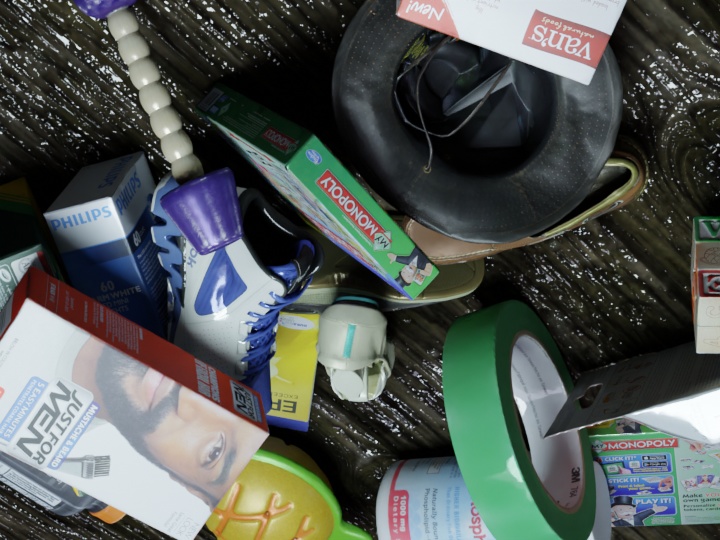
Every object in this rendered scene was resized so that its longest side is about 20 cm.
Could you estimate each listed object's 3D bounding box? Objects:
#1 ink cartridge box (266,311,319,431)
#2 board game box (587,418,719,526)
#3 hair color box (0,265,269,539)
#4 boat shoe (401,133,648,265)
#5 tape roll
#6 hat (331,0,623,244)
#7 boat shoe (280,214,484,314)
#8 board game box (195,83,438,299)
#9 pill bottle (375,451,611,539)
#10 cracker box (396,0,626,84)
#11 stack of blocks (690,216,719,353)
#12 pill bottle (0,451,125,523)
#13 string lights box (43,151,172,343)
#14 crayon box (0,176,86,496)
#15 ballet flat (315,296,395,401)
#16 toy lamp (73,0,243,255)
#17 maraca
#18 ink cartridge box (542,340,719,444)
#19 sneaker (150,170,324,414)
[{"bbox_3d":[-0.134,0.077,1.159,0.195,0.047,0.202,9,131,0],"label":"ink cartridge box"},{"bbox_3d":[0.306,0.179,1.189,0.197,0.029,0.136,-5,130,14],"label":"board game box"},{"bbox_3d":[-0.177,0.099,0.933,0.199,0.064,0.111,31,104,-22],"label":"hair color box"},{"bbox_3d":[0.114,-0.053,0.966,0.198,0.068,0.073,-22,96,19],"label":"boat shoe"},{"bbox_3d":[0.131,0.126,1.051,0.048,0.202,0.201,-19,127,25],"label":"tape roll"},{"bbox_3d":[0.075,-0.117,0.902,0.198,0.081,0.204,-1,96,-6],"label":"hat"},{"bbox_3d":[-0.001,0.001,1.055,0.198,0.073,0.066,-1,158,1],"label":"boat shoe"},{"bbox_3d":[-0.035,-0.061,0.920,0.029,0.200,0.135,-46,118,-4],"label":"board game box"},{"bbox_3d":[0.122,0.222,1.191,0.198,0.110,0.109,-8,131,24],"label":"pill bottle"},{"bbox_3d":[0.115,-0.231,0.790,0.132,0.058,0.202,17,117,-7],"label":"cracker box"},{"bbox_3d":[0.345,0.000,0.959,0.197,0.116,0.059,-1,133,11],"label":"stack of blocks"},{"bbox_3d":[-0.293,0.156,1.215,0.199,0.107,0.106,38,127,-25],"label":"pill bottle"},{"bbox_3d":[-0.172,0.021,1.028,0.058,0.103,0.202,-13,112,12],"label":"string lights box"},{"bbox_3d":[-0.243,0.047,1.031,0.058,0.173,0.202,-22,115,-8],"label":"crayon box"},{"bbox_3d":[-0.006,0.074,1.056,0.068,0.070,0.200,3,166,6],"label":"ballet flat"},{"bbox_3d":[-0.136,-0.109,0.912,0.058,0.058,0.202,-22,92,27],"label":"toy lamp"},{"bbox_3d":[-0.076,0.231,1.246,0.136,0.108,0.200,-22,126,36],"label":"maraca"},{"bbox_3d":[0.258,0.098,1.035,0.198,0.161,0.051,-22,95,25],"label":"ink cartridge box"},{"bbox_3d":[-0.084,0.024,0.974,0.114,0.080,0.202,3,112,33],"label":"sneaker"}]
